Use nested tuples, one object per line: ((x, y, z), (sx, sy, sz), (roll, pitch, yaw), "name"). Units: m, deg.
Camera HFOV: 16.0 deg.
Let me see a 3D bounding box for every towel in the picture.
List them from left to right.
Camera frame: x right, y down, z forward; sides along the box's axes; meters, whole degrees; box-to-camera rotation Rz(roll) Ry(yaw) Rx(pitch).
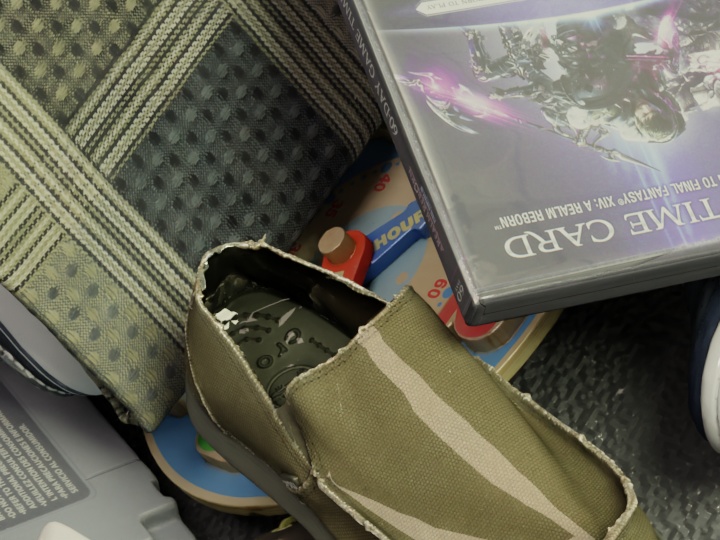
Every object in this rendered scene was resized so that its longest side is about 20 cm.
((-0.084, -0.078, 0.868), (0.034, 0.200, 0.193), (0, 48, 51), "towel")

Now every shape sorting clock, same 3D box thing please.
((0.000, 0.000, 0.911), (0.199, 0.039, 0.201), (-23, 41, 22), "shape sorting clock")

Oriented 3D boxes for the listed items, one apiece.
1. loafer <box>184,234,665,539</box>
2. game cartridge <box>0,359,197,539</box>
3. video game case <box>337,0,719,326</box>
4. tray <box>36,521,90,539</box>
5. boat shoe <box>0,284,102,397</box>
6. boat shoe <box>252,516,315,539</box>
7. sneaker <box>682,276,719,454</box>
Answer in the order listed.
((0.008, 0.050, 0.770), (0.075, 0.070, 0.200), (-40, 45, -24), "loafer")
((-0.164, 0.069, 0.931), (0.133, 0.042, 0.200), (-23, 43, -24), "game cartridge")
((0.066, -0.083, 0.803), (0.142, 0.019, 0.201), (-11, 62, -18), "video game case")
((-0.103, 0.189, 0.804), (0.107, 0.022, 0.201), (23, 96, 39), "tray")
((-0.164, -0.005, 0.944), (0.200, 0.071, 0.091), (48, 109, 26), "boat shoe")
((-0.023, 0.112, 0.834), (0.201, 0.072, 0.061), (-36, 50, 7), "boat shoe")
((0.115, -0.025, 0.852), (0.108, 0.070, 0.201), (5, 53, 28), "sneaker")
